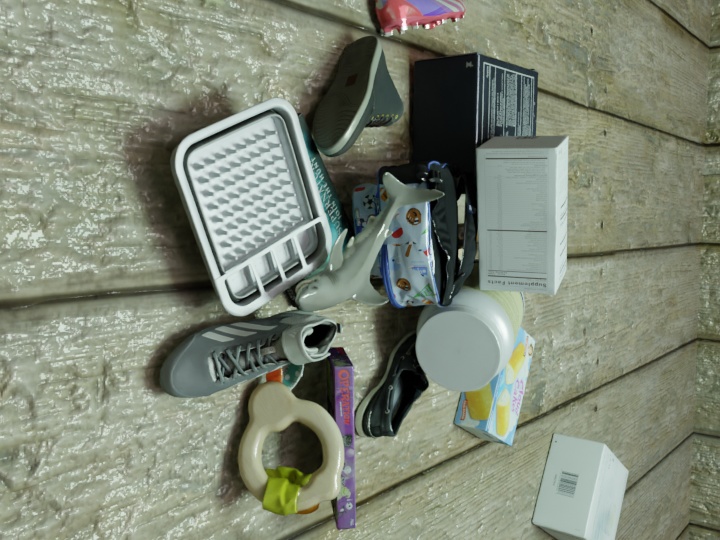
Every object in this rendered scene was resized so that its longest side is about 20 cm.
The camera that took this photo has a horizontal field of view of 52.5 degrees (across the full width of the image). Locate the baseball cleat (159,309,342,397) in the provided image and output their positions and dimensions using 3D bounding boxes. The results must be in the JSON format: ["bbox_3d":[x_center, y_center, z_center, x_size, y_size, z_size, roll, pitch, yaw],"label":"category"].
[{"bbox_3d":[-0.112,0.083,0.778,0.198,0.106,0.071,-22,99,-32],"label":"baseball cleat"}]

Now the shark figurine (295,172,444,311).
[{"bbox_3d":[0.010,-0.008,0.869,0.215,0.089,0.128,-49,169,-19],"label":"shark figurine"}]

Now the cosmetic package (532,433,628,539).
[{"bbox_3d":[0.489,0.495,1.604,0.200,0.122,0.201,43,60,-46],"label":"cosmetic package"}]

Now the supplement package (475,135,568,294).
[{"bbox_3d":[0.229,-0.080,1.026,0.109,0.112,0.203,-38,128,-60],"label":"supplement package"}]

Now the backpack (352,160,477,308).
[{"bbox_3d":[0.073,-0.045,0.983,0.200,0.152,0.193,-15,96,-65],"label":"backpack"}]

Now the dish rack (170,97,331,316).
[{"bbox_3d":[-0.119,-0.071,0.797,0.171,0.043,0.202,-35,121,-37],"label":"dish rack"}]

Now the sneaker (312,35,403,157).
[{"bbox_3d":[0.008,-0.203,0.953,0.106,0.074,0.202,52,46,-41],"label":"sneaker"}]

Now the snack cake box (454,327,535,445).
[{"bbox_3d":[0.244,0.198,1.308,0.115,0.067,0.202,35,66,-47],"label":"snack cake box"}]

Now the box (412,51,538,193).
[{"bbox_3d":[0.180,-0.221,1.145,0.197,0.122,0.203,-6,99,-52],"label":"box"}]

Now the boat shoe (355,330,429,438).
[{"bbox_3d":[0.068,0.168,1.079,0.199,0.066,0.075,-47,126,-40],"label":"boat shoe"}]

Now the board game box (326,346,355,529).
[{"bbox_3d":[-0.026,0.209,0.934,0.120,0.032,0.203,-121,-150,-83],"label":"board game box"}]

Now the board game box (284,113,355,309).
[{"bbox_3d":[-0.078,-0.071,0.902,0.136,0.028,0.201,-52,130,-36],"label":"board game box"}]

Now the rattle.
[{"bbox_3d":[-0.083,0.190,0.896,0.143,0.129,0.202,33,35,-66],"label":"rattle"}]

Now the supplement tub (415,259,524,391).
[{"bbox_3d":[0.165,0.080,1.097,0.200,0.143,0.147,-46,129,-63],"label":"supplement tub"}]

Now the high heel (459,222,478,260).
[{"bbox_3d":[0.189,-0.009,1.212,0.199,0.071,0.145,-15,99,-60],"label":"high heel"}]

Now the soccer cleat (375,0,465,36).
[{"bbox_3d":[0.092,-0.394,1.069,0.199,0.066,0.077,-29,111,-44],"label":"soccer cleat"}]
